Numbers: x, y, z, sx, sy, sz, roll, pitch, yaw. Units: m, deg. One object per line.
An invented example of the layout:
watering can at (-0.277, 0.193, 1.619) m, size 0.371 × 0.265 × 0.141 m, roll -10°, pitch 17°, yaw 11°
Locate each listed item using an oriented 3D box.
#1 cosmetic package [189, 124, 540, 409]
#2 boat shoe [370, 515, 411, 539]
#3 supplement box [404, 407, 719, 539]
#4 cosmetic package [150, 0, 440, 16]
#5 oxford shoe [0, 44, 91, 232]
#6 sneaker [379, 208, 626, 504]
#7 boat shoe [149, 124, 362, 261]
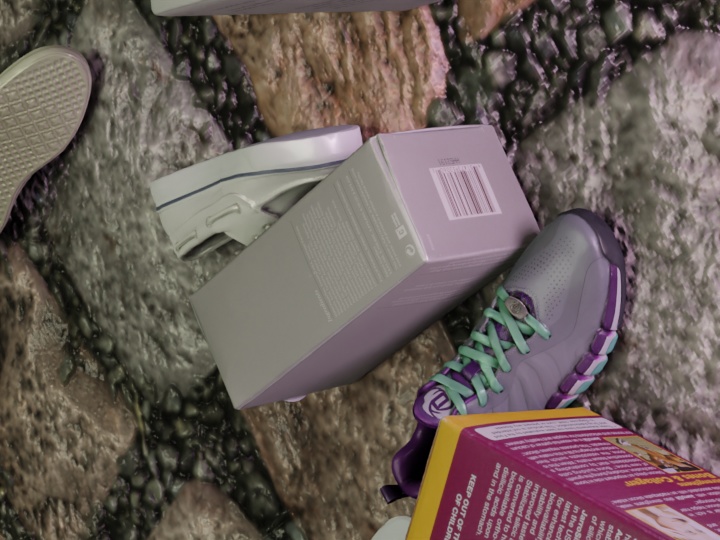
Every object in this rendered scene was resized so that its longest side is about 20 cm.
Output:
cosmetic package at (0.000, 0.000, 1.247) m, size 0.200 × 0.106 × 0.091 m, roll -34°, pitch 73°, yaw 41°
boat shoe at (0.027, 0.254, 1.290) m, size 0.072 × 0.067 × 0.202 m, roll -9°, pitch 69°, yaw 53°
supplement box at (0.138, 0.157, 1.106) m, size 0.199 × 0.130 × 0.104 m, roll 27°, pitch 107°, yaw 41°
cosmetic package at (0.001, -0.232, 1.138) m, size 0.164 × 0.199 × 0.166 m, roll -7°, pitch 92°, yaw 47°
oxford shoe at (-0.257, -0.095, 1.527) m, size 0.200 × 0.075 × 0.058 m, roll -52°, pitch 25°, yaw 35°
sneaker at (0.080, 0.057, 1.186) m, size 0.074 × 0.087 × 0.201 m, roll 43°, pitch 125°, yaw 32°
boat shoe at (-0.060, -0.046, 1.334) m, size 0.199 × 0.073 × 0.066 m, roll -14°, pitch 92°, yaw 56°
